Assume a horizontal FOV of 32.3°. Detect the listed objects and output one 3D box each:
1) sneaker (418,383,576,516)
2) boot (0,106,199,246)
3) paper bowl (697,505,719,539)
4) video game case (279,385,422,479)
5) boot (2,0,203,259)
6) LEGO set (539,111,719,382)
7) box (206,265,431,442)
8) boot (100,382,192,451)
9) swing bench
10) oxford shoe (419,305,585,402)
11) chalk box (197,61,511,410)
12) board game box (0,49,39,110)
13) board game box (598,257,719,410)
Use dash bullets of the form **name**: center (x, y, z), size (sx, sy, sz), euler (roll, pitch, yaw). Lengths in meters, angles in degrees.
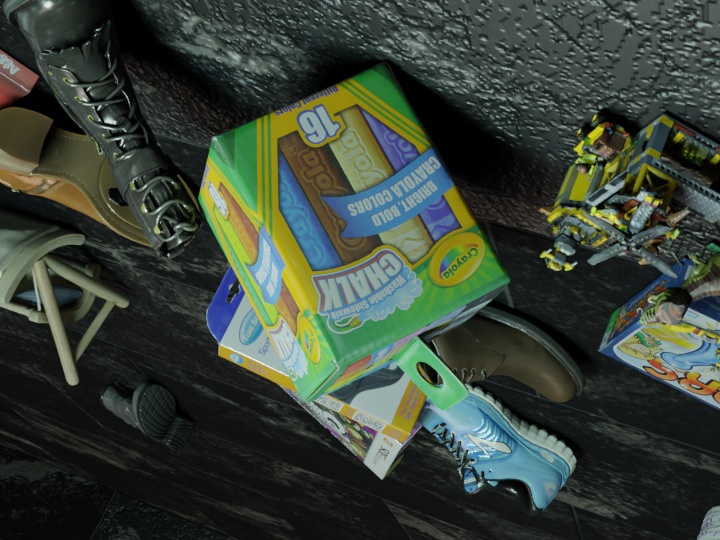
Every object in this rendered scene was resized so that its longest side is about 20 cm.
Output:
- **sneaker**: center (0.117, 0.176, 1.235), size (0.200, 0.090, 0.078), euler (30, 159, -3)
- **boot**: center (-0.243, -0.079, 1.082), size (0.200, 0.074, 0.155), euler (32, 166, -18)
- **paper bowl**: center (0.399, 0.258, 1.090), size (0.200, 0.104, 0.201), euler (23, 159, 9)
- **video game case**: center (-0.031, 0.121, 1.270), size (0.200, 0.036, 0.181), euler (42, 162, 9)
- **boot**: center (-0.153, -0.096, 0.812), size (0.174, 0.069, 0.200), euler (60, 171, 7)
- **LEGO set**: center (0.190, 0.010, 0.710), size (0.200, 0.116, 0.154), euler (31, 159, -14)
- **box**: center (-0.027, 0.049, 1.054), size (0.200, 0.119, 0.041), euler (26, 159, -2)
- **boot**: center (-0.343, 0.208, 1.883), size (0.131, 0.070, 0.200), euler (24, 156, 19)
- **swing bench**: center (-0.396, 0.004, 1.368), size (0.199, 0.130, 0.200), euler (17, 153, 23)
- **oxford shoe**: center (0.091, 0.067, 1.016), size (0.200, 0.085, 0.073), euler (27, 158, -9)
- **chalk box**: center (0.000, 0.000, 0.769), size (0.200, 0.124, 0.125), euler (62, 161, 10)
- **board game box**: center (-0.360, -0.195, 0.991), size (0.200, 0.019, 0.103), euler (35, 157, -24)
- **board game box**: center (0.282, 0.068, 0.865), size (0.200, 0.035, 0.135), euler (26, 159, 0)
